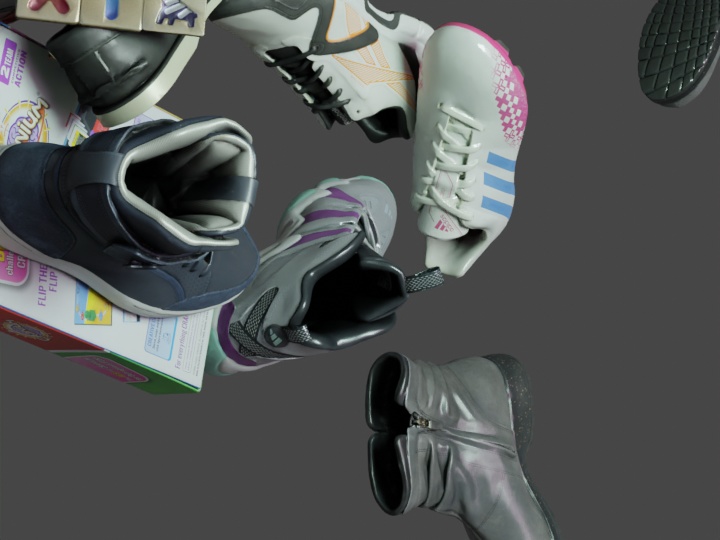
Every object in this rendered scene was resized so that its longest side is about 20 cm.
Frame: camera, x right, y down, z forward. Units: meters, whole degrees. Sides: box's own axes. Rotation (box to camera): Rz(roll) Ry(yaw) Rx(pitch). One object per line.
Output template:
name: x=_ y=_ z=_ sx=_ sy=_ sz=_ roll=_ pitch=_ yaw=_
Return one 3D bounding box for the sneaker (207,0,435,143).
sneaker: x=-0.021 y=-0.134 z=1.465 sx=0.200 sy=0.074 sz=0.080 roll=18 pitch=74 yaw=-47

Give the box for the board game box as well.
board game box: x=-0.157 y=-0.031 z=1.313 sx=0.200 sy=0.040 sz=0.153 roll=28 pitch=65 yaw=-45

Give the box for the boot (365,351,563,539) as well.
boot: x=0.061 y=0.152 z=1.539 sx=0.132 sy=0.070 sz=0.200 roll=-2 pitch=76 yaw=-47

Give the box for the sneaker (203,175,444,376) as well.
sneaker: x=0.000 y=0.000 z=1.417 sx=0.200 sy=0.140 sz=0.078 roll=-45 pitch=118 yaw=-42

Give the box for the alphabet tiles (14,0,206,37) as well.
alphabet tiles: x=-0.125 y=-0.226 z=1.242 sx=0.166 sy=0.006 sz=0.200 roll=5 pitch=82 yaw=-11

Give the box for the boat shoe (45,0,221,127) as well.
boat shoe: x=-0.121 y=-0.155 z=1.320 sx=0.063 sy=0.074 sz=0.201 roll=54 pitch=27 yaw=-20

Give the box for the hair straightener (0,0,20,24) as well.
hair straightener: x=-0.161 y=-0.217 z=1.329 sx=0.200 sy=0.041 sz=0.077 roll=-44 pitch=118 yaw=-37

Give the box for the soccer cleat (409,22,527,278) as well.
soccer cleat: x=0.066 y=-0.071 z=1.512 sx=0.086 sy=0.070 sz=0.200 roll=-60 pitch=158 yaw=-30

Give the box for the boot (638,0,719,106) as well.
boot: x=0.289 y=-0.185 z=1.835 sx=0.132 sy=0.070 sz=0.200 roll=45 pitch=56 yaw=-41

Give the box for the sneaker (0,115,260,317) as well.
sneaker: x=-0.089 y=-0.025 z=1.251 sx=0.202 sy=0.146 sz=0.077 roll=18 pitch=70 yaw=-49
